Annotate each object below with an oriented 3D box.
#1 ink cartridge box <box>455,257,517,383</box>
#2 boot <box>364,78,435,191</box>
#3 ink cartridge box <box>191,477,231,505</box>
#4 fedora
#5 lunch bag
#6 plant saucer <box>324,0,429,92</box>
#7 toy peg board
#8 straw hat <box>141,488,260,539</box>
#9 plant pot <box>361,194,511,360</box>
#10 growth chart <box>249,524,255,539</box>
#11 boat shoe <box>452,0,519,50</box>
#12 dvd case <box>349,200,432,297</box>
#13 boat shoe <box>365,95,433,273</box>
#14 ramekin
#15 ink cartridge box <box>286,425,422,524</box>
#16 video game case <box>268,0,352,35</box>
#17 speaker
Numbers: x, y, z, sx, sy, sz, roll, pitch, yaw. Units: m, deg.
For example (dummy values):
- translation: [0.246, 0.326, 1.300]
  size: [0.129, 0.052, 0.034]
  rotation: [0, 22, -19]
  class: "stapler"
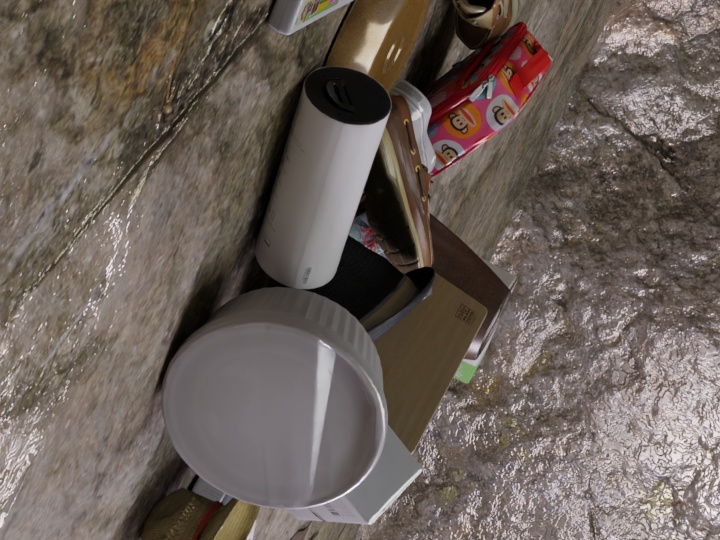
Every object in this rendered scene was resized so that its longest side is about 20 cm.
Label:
- translation: [0.160, 0.069, 2.845]
  size: [0.084, 0.145, 0.201]
  rotation: [-52, 167, -49]
  class: "ink cartridge box"
- translation: [0.026, -0.123, 1.806]
  size: [0.096, 0.073, 0.200]
  rotation: [-50, 163, -14]
  class: "boot"
- translation: [-0.197, 0.326, 1.894]
  size: [0.201, 0.047, 0.198]
  rotation: [-62, 173, -23]
  class: "ink cartridge box"
- translation: [-0.023, 0.023, 1.633]
  size: [0.200, 0.092, 0.201]
  rotation: [-33, -172, 5]
  class: "fedora"
- translation: [0.140, -0.201, 1.930]
  size: [0.176, 0.082, 0.200]
  rotation: [-32, -167, 34]
  class: "lunch bag"
- translation: [0.017, -0.208, 1.564]
  size: [0.201, 0.035, 0.200]
  rotation: [-60, 171, -15]
  class: "plant saucer"
- translation: [0.002, 0.080, 1.871]
  size: [0.200, 0.199, 0.098]
  rotation: [-59, -172, -25]
  class: "toy peg board"
- translation: [-0.177, 0.273, 1.713]
  size: [0.202, 0.085, 0.201]
  rotation: [-60, 169, -19]
  class: "straw hat"
- translation: [0.071, 0.020, 2.012]
  size: [0.187, 0.199, 0.187]
  rotation: [-59, 170, -17]
  class: "plant pot"
- translation: [-0.131, 0.289, 2.013]
  size: [0.145, 0.018, 0.201]
  rotation: [77, 23, -86]
  class: "growth chart"
- translation: [0.131, -0.306, 1.840]
  size: [0.074, 0.076, 0.200]
  rotation: [-40, 164, -26]
  class: "boat shoe"
- translation: [0.000, 0.000, 1.760]
  size: [0.200, 0.022, 0.147]
  rotation: [-29, 128, -39]
  class: "dvd case"
- translation: [0.044, -0.083, 1.698]
  size: [0.067, 0.072, 0.201]
  rotation: [-34, 124, -27]
  class: "boat shoe"
- translation: [-0.070, 0.107, 1.513]
  size: [0.094, 0.201, 0.203]
  rotation: [-71, -177, -60]
  class: "ramekin"
- translation: [-0.046, 0.175, 1.707]
  size: [0.084, 0.145, 0.200]
  rotation: [-43, -169, -22]
  class: "ink cartridge box"
- translation: [0.003, -0.288, 1.291]
  size: [0.201, 0.022, 0.182]
  rotation: [-66, 171, 25]
  class: "video game case"
- translation: [-0.035, -0.081, 1.500]
  size: [0.081, 0.081, 0.201]
  rotation: [-52, 166, -48]
  class: "speaker"
